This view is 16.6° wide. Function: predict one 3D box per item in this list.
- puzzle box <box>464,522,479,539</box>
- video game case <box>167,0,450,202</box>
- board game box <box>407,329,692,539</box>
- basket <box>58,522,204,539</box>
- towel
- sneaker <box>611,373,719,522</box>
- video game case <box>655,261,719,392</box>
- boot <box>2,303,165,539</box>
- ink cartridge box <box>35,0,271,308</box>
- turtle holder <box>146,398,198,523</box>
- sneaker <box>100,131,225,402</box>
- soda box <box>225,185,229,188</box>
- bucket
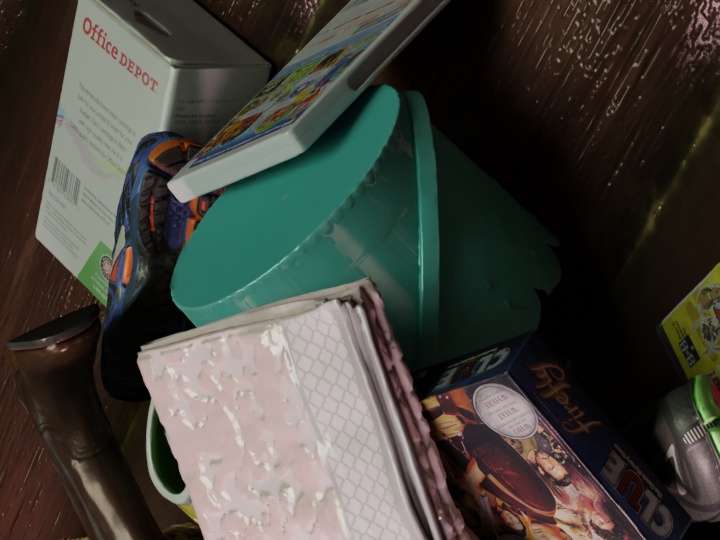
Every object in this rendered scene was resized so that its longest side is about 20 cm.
[{"bbox_3d":[0.084,0.236,1.303,0.200,0.025,0.133,48,145,20],"label":"puzzle box"},{"bbox_3d":[-0.017,-0.121,1.478,0.018,0.200,0.143,52,147,-14],"label":"video game case"},{"bbox_3d":[0.059,0.113,1.302,0.136,0.035,0.200,49,141,-16],"label":"board game box"},{"bbox_3d":[-0.147,0.282,1.729,0.143,0.149,0.201,-10,85,56],"label":"basket"},{"bbox_3d":[-0.028,0.116,1.308,0.191,0.032,0.200,-18,93,48],"label":"towel"},{"bbox_3d":[0.144,0.110,1.310,0.200,0.084,0.077,131,123,-66],"label":"sneaker"},{"bbox_3d":[0.244,0.062,1.243,0.181,0.025,0.200,-51,53,45],"label":"video game case"},{"bbox_3d":[-0.166,0.128,1.608,0.200,0.064,0.186,67,167,1],"label":"boot"},{"bbox_3d":[-0.149,-0.084,1.749,0.145,0.087,0.200,40,127,46],"label":"ink cartridge box"},{"bbox_3d":[-0.074,0.122,1.619,0.141,0.131,0.186,54,134,37],"label":"turtle holder"},{"bbox_3d":[-0.134,-0.003,1.652,0.078,0.075,0.200,-124,45,-59],"label":"sneaker"},{"bbox_3d":[-0.077,-0.002,1.672,0.068,0.063,0.200,60,137,33],"label":"soda box"},{"bbox_3d":[0.000,0.000,1.416,0.135,0.207,0.207,46,152,-21],"label":"bucket"}]
